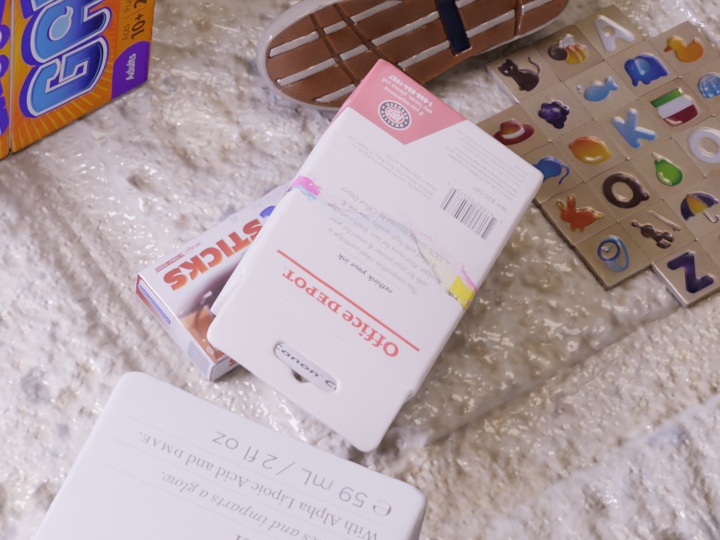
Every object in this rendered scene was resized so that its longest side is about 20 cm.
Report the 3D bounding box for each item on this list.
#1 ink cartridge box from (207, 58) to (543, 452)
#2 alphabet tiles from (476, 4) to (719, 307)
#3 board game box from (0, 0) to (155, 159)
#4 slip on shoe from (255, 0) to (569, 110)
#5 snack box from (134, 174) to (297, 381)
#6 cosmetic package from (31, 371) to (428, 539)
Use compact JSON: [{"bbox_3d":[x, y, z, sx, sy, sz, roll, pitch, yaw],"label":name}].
[{"bbox_3d":[0.000,0.000,1.445,0.116,0.067,0.200,35,63,-5],"label":"ink cartridge box"},{"bbox_3d":[0.172,-0.072,1.580,0.166,0.006,0.200,-27,64,-23],"label":"alphabet tiles"},{"bbox_3d":[-0.249,-0.189,1.478,0.199,0.200,0.200,-31,66,-24],"label":"board game box"},{"bbox_3d":[0.028,-0.152,1.583,0.199,0.076,0.061,-24,23,-13],"label":"slip on shoe"},{"bbox_3d":[-0.028,-0.016,1.501,0.200,0.024,0.072,-32,70,-26],"label":"snack box"},{"bbox_3d":[-0.084,0.193,1.269,0.164,0.165,0.200,21,56,7],"label":"cosmetic package"}]
